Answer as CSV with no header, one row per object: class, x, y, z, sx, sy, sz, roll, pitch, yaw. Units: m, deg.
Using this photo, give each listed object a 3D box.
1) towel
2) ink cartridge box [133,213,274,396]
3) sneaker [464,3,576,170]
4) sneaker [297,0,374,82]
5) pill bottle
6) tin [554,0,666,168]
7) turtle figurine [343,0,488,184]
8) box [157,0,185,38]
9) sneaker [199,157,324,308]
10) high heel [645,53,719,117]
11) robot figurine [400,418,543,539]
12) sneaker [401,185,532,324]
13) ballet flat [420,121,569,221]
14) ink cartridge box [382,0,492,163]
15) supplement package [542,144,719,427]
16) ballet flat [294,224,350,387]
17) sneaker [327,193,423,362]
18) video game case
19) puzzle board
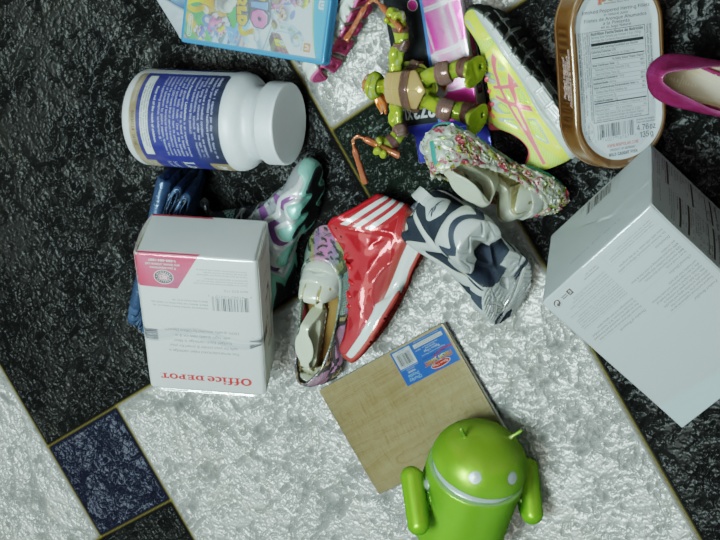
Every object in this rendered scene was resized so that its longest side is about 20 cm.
towel,-0.236,-0.030,1.592,0.048,0.112,0.202,17,113,4
ink cartridge box,-0.179,0.042,1.513,0.144,0.083,0.202,4,126,5
sneaker,0.161,-0.191,1.378,0.090,0.078,0.201,-33,91,31
sneaker,-0.029,-0.312,1.431,0.087,0.074,0.201,39,116,12
pill bottle,-0.170,-0.177,1.513,0.197,0.116,0.117,5,108,24
tin,0.258,-0.205,1.318,0.111,0.042,0.203,-11,105,-18
turtle figurine,0.060,-0.187,1.393,0.160,0.064,0.203,12,104,33
box,-0.170,-0.384,1.494,0.199,0.038,0.138,-31,91,29
sneaker,-0.130,-0.065,1.550,0.139,0.078,0.202,28,115,14
high heel,0.377,-0.174,1.256,0.197,0.096,0.068,17,105,3
robot figurine,0.126,0.257,1.497,0.173,0.116,0.202,1,127,-19
sneaker,0.110,-0.027,1.426,0.080,0.199,0.130,-47,54,2
ballet flat,0.142,-0.089,1.366,0.198,0.065,0.075,23,146,-29
ink cartridge box,0.086,-0.220,1.430,0.094,0.037,0.203,-4,105,26
supplement package,0.310,0.015,1.302,0.200,0.151,0.152,40,119,-10
ballet flat,-0.050,0.049,1.551,0.068,0.071,0.203,14,110,24
sneaker,0.000,0.000,1.508,0.115,0.078,0.202,31,103,7
video game case,-0.111,-0.314,1.430,0.198,0.018,0.145,14,102,29
puzzle board,0.063,0.169,1.567,0.199,0.017,0.152,-30,90,28
